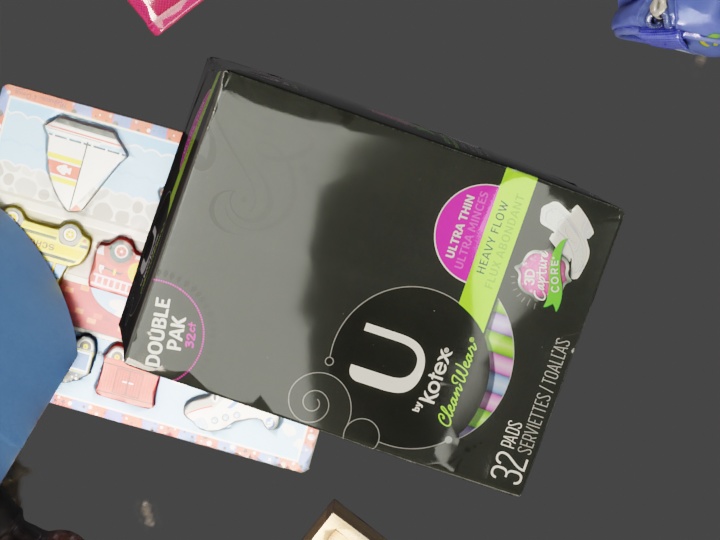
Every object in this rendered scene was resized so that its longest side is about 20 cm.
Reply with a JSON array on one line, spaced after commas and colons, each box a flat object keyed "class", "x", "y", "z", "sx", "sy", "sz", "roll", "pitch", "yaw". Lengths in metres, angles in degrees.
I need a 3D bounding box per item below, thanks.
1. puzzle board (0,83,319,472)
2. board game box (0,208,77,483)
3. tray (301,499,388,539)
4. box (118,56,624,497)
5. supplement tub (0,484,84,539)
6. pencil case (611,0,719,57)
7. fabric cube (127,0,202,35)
[{"class": "puzzle board", "x": -0.103, "y": 0.005, "z": 1.379, "sx": 0.199, "sy": 0.017, "sz": 0.151, "roll": 15, "pitch": 99, "yaw": -2}, {"class": "board game box", "x": -0.234, "y": 0.046, "z": 1.328, "sx": 0.158, "sy": 0.039, "sz": 0.200, "roll": 36, "pitch": 59, "yaw": -13}, {"class": "tray", "x": 0.035, "y": 0.217, "z": 1.400, "sx": 0.200, "sy": 0.037, "sz": 0.099, "roll": 37, "pitch": 97, "yaw": -5}, {"class": "box", "x": 0.000, "y": 0.000, "z": 1.309, "sx": 0.199, "sy": 0.124, "sz": 0.149, "roll": 19, "pitch": 94, "yaw": -8}, {"class": "supplement tub", "x": -0.149, "y": 0.204, "z": 1.365, "sx": 0.107, "sy": 0.107, "sz": 0.200, "roll": -35, "pitch": 97, "yaw": 6}, {"class": "pencil case", "x": 0.162, "y": -0.197, "z": 1.309, "sx": 0.078, "sy": 0.087, "sz": 0.201, "roll": 7, "pitch": 99, "yaw": 25}, {"class": "fabric cube", "x": -0.080, "y": -0.258, "z": 1.236, "sx": 0.196, "sy": 0.200, "sz": 0.200, "roll": -38, "pitch": 106, "yaw": 6}]
